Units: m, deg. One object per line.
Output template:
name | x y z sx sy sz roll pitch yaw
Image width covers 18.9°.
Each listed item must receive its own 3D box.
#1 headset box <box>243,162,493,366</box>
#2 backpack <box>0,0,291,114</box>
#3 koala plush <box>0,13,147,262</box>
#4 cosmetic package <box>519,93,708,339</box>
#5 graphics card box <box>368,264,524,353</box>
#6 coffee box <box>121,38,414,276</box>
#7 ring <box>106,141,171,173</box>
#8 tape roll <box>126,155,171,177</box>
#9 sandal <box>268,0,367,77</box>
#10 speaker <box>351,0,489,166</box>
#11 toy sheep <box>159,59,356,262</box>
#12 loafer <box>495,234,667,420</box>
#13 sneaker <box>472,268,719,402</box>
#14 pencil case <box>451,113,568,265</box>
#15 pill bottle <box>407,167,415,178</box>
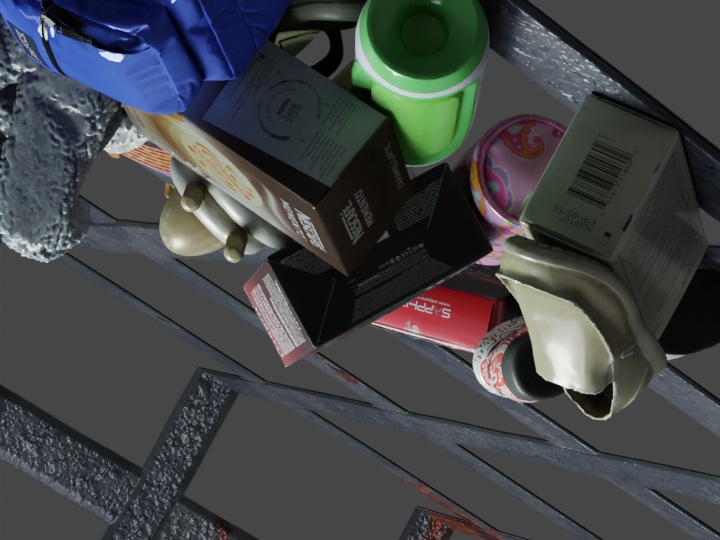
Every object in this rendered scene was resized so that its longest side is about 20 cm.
headset box | 0.000 0.000 1.586 0.075 0.148 0.200 61 169 2
backpack | -0.163 -0.209 1.370 0.199 0.168 0.163 28 160 19
koala plush | -0.229 -0.127 1.590 0.177 0.184 0.200 31 -170 7
cosmetic package | 0.177 -0.026 1.478 0.073 0.104 0.200 25 167 21
graphics card box | 0.093 0.020 1.765 0.125 0.051 0.200 14 -168 27
coffee box | -0.070 -0.098 1.458 0.200 0.080 0.114 34 167 23
ring | -0.182 -0.131 1.724 0.199 0.019 0.201 23 155 11
tape roll | -0.191 -0.160 1.852 0.199 0.085 0.200 29 168 7
sandal | -0.043 -0.156 1.494 0.079 0.058 0.201 -9 -178 -22
speaker | 0.038 -0.129 1.419 0.088 0.089 0.200 28 169 5
toy sheep | -0.069 -0.082 1.599 0.138 0.200 0.138 51 -169 -13
loafer | 0.144 0.043 1.423 0.075 0.069 0.200 18 164 38
sneaker | 0.181 0.046 1.638 0.108 0.200 0.068 -4 105 71
pencil case | 0.107 -0.056 1.577 0.087 0.088 0.200 29 169 -1
pill bottle | 0.003 -0.040 1.822 0.112 0.113 0.200 26 168 17
